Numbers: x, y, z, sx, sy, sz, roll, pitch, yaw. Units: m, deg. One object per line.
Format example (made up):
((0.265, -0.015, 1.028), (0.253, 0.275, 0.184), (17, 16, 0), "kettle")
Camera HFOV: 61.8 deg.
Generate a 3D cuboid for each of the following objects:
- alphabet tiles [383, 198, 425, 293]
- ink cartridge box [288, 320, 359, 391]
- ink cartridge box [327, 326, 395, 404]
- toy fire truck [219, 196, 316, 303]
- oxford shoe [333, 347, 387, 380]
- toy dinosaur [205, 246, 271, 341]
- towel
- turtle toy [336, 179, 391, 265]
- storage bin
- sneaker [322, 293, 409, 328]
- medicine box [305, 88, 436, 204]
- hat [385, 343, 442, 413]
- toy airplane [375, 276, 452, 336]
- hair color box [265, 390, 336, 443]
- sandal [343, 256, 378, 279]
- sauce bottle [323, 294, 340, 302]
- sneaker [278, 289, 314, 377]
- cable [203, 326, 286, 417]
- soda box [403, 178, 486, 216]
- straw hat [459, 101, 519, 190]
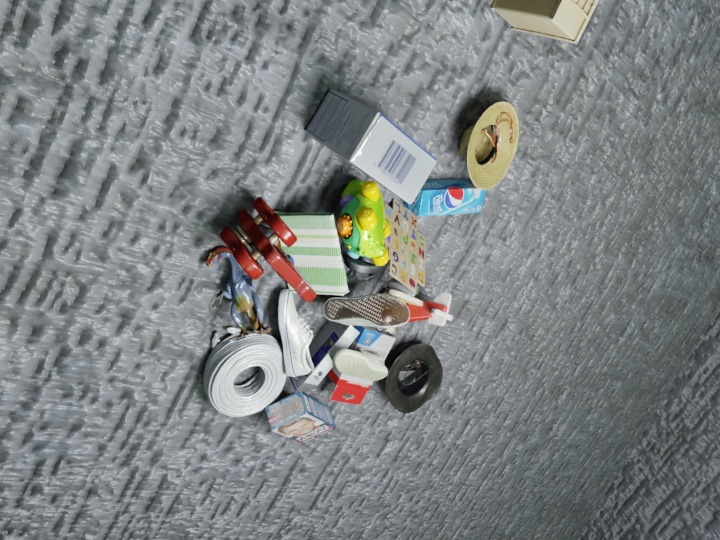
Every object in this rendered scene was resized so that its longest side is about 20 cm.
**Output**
((0.100, -0.058, 1.372), (0.006, 0.205, 0.165), (-20, 140, 35), "alphabet tiles")
((-0.089, 0.194, 1.422), (0.039, 0.099, 0.201), (40, 92, -28), "ink cartridge box")
((-0.009, 0.230, 1.519), (0.114, 0.067, 0.204), (19, 103, -40), "ink cartridge box")
((-0.171, -0.034, 1.170), (0.112, 0.200, 0.169), (-41, 131, -3), "toy fire truck")
((-0.002, 0.212, 1.417), (0.074, 0.059, 0.199), (-27, 149, 24), "oxford shoe")
((-0.259, 0.047, 1.243), (0.102, 0.200, 0.187), (-16, 83, -7), "toy dinosaur")
((-0.106, -0.033, 1.272), (0.024, 0.148, 0.204), (-62, 149, -49), "towel")
((0.002, -0.110, 1.252), (0.098, 0.204, 0.148), (-6, 138, 14), "turtle toy")
((0.397, -0.599, 1.237), (0.092, 0.200, 0.203), (16, 107, -36), "storage bin")
((0.012, 0.089, 1.353), (0.193, 0.085, 0.075), (7, 82, -5), "sneaker")
((0.019, -0.245, 1.179), (0.180, 0.200, 0.104), (27, 100, -41), "medicine box")
((0.129, 0.280, 1.636), (0.196, 0.080, 0.207), (-12, 114, -30), "hat")
((0.129, 0.072, 1.451), (0.193, 0.200, 0.146), (2, 72, -15), "toy airplane")
((-0.140, 0.357, 1.448), (0.098, 0.062, 0.200), (-26, 151, 6), "hair color box")
((0.001, 0.000, 1.318), (0.074, 0.200, 0.044), (16, 91, 2), "sandal")
((-0.077, 0.005, 1.349), (0.063, 0.065, 0.204), (-25, 130, -19), "sauce bottle")
((-0.141, 0.138, 1.349), (0.068, 0.073, 0.206), (-5, 108, 5), "sneaker")
((-0.255, 0.232, 1.352), (0.196, 0.069, 0.205), (9, 110, -37), "cable")
((0.202, -0.175, 1.432), (0.195, 0.068, 0.066), (-7, 120, -31), "soda box")
((0.281, -0.296, 1.406), (0.198, 0.084, 0.207), (-21, 121, -38), "straw hat")
